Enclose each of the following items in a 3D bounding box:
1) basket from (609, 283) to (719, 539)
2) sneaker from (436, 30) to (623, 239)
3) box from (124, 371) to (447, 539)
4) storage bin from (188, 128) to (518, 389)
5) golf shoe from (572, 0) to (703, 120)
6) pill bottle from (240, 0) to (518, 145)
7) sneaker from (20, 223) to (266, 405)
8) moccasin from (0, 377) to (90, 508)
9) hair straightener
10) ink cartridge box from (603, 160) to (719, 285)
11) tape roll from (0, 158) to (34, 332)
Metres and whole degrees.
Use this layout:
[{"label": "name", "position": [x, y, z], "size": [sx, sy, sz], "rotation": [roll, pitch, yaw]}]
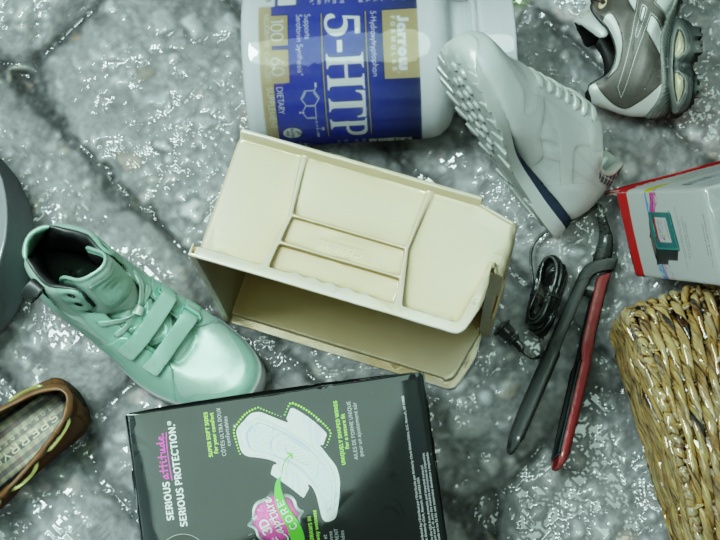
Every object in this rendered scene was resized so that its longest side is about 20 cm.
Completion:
[{"label": "basket", "position": [0.272, 0.103, 1.110], "size": [0.148, 0.143, 0.202], "rotation": [-14, 78, 0]}, {"label": "sneaker", "position": [0.122, -0.110, 1.138], "size": [0.080, 0.200, 0.077], "rotation": [-38, 47, 1]}, {"label": "box", "position": [-0.053, 0.144, 1.099], "size": [0.198, 0.149, 0.126], "rotation": [-7, 86, -6]}, {"label": "storage bin", "position": [0.000, 0.000, 1.118], "size": [0.197, 0.200, 0.094], "rotation": [17, 76, 6]}, {"label": "golf shoe", "position": [0.209, -0.215, 1.218], "size": [0.094, 0.078, 0.202], "rotation": [0, 76, 3]}, {"label": "pill bottle", "position": [0.015, -0.156, 1.192], "size": [0.198, 0.120, 0.121], "rotation": [-3, 77, 2]}, {"label": "sneaker", "position": [-0.162, 0.037, 1.158], "size": [0.199, 0.118, 0.074], "rotation": [30, 79, 7]}, {"label": "moccasin", "position": [-0.284, 0.153, 1.158], "size": [0.201, 0.078, 0.074], "rotation": [-33, 81, -5]}, {"label": "hair straightener", "position": [0.139, 0.041, 1.180], "size": [0.076, 0.041, 0.202], "rotation": [17, 79, 1]}, {"label": "ink cartridge box", "position": [0.258, -0.039, 1.120], "size": [0.115, 0.200, 0.068], "rotation": [-14, 95, -10]}, {"label": "tape roll", "position": [-0.347, -0.021, 1.196], "size": [0.198, 0.066, 0.202], "rotation": [-2, 74, 8]}]
